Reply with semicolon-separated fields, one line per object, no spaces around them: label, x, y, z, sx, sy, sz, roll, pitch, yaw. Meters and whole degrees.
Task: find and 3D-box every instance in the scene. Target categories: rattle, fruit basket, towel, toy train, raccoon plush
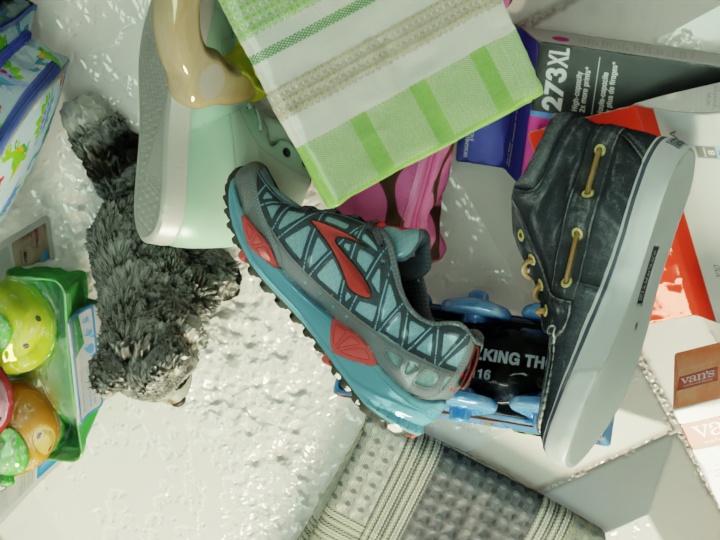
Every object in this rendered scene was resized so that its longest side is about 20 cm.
rattle;-0.045;-0.183;1.011;0.129;0.143;0.202;-4;114;-32
fruit basket;-0.237;0.080;1.158;0.093;0.200;0.188;1;109;12
towel;-0.001;-0.157;0.994;0.148;0.031;0.202;-27;97;-5
toy train;0.076;0.061;1.129;0.198;0.114;0.088;7;76;15
towel;0.048;0.218;1.241;0.191;0.035;0.201;27;110;-1
raccoon plush;-0.164;-0.003;1.147;0.096;0.134;0.200;-37;99;22

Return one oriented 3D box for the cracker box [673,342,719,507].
cracker box;0.291;0.125;1.100;0.133;0.058;0.201;-16;122;24

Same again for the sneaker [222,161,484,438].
sneaker;0.000;0.000;1.064;0.095;0.079;0.200;-43;75;10

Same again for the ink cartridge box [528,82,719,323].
ink cartridge box;0.216;-0.030;1.068;0.198;0.047;0.161;-12;119;20

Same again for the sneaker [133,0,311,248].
sneaker;-0.080;-0.113;1.140;0.117;0.073;0.203;6;90;-31

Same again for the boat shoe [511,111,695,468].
boat shoe;0.125;0.009;1.042;0.090;0.071;0.202;20;92;26

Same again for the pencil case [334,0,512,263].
pencil case;0.036;-0.095;1.092;0.090;0.094;0.202;-5;119;-33

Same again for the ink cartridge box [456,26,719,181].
ink cartridge box;0.159;-0.095;1.102;0.198;0.037;0.096;10;112;11

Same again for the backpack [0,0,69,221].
backpack;-0.279;-0.092;1.106;0.146;0.200;0.184;30;112;0
